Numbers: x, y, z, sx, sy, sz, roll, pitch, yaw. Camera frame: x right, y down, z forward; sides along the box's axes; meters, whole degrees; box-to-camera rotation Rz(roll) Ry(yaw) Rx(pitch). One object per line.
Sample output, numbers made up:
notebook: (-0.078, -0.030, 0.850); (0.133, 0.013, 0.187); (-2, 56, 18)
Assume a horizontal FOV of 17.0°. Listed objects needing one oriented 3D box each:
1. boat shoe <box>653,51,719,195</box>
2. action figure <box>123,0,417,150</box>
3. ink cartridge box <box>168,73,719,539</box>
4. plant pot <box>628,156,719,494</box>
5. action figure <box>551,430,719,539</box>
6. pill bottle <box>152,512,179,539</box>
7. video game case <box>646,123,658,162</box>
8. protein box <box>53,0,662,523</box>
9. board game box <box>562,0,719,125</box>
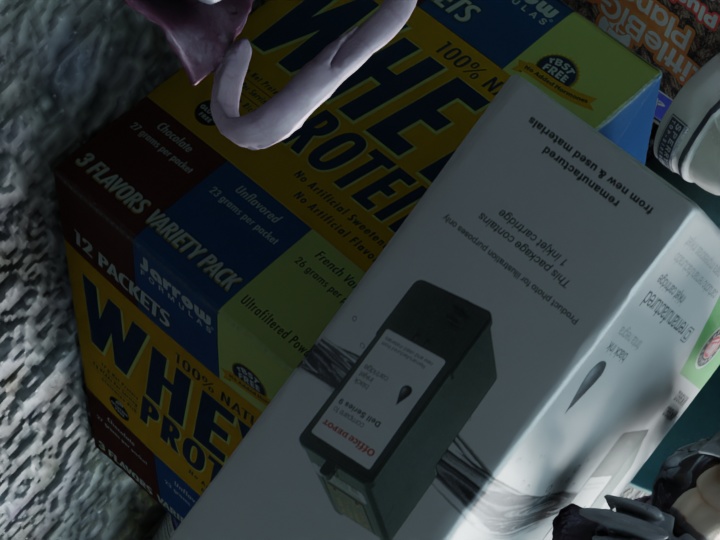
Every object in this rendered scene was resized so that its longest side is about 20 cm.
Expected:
boat shoe: (0.217, -0.092, 1.084); (0.200, 0.066, 0.072); (-34, 151, -35)
action figure: (-0.043, -0.123, 0.693); (0.134, 0.149, 0.200); (-38, -173, -10)
ink cartridge box: (0.043, 0.051, 0.840); (0.200, 0.084, 0.146); (-53, 157, 3)
plant pot: (0.192, 0.007, 1.227); (0.201, 0.199, 0.135); (99, 0, -49)
action figure: (0.099, 0.111, 0.849); (0.201, 0.069, 0.130); (-60, 152, 11)
pill bottle: (-0.058, 0.167, 1.135); (0.112, 0.112, 0.201); (-7, 130, -59)
video game case: (0.160, -0.054, 1.323); (0.200, 0.036, 0.182); (-45, 156, -18)
protein box: (0.000, 0.000, 0.969); (0.198, 0.135, 0.201); (-41, 155, -25)
board game box: (0.187, -0.186, 1.103); (0.159, 0.097, 0.201); (-35, 152, -36)
